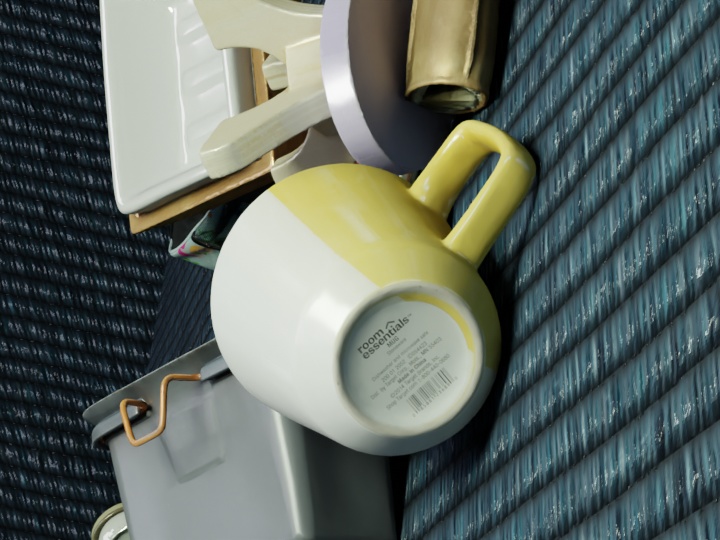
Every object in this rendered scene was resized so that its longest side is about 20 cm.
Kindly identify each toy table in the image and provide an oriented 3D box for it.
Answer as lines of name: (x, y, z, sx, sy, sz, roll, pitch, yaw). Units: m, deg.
toy table: (-0.023, -0.119, 1.544, 0.185, 0.117, 0.200, 70, -157, -9)

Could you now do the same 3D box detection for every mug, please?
mug: (0.008, 0.012, 1.327, 0.153, 0.148, 0.188, -139, 54, -71)

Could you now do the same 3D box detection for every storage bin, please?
storage bin: (-0.072, 0.125, 1.507, 0.200, 0.145, 0.135, -29, 64, 40)

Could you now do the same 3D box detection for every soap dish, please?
soap dish: (-0.104, -0.139, 1.694, 0.157, 0.081, 0.201, -22, 68, 45)

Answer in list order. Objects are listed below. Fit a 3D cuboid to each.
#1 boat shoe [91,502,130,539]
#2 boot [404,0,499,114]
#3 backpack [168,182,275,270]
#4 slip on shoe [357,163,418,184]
boat shoe: (-0.096, 0.230, 1.599, 0.075, 0.200, 0.068, -40, 23, 8)
boot: (0.056, -0.196, 1.528, 0.175, 0.066, 0.201, 118, 159, -83)
backpack: (-0.069, -0.083, 1.874, 0.200, 0.150, 0.178, -43, 29, 58)
slip on shoe: (0.012, -0.093, 1.681, 0.074, 0.061, 0.201, -112, 34, -72)
